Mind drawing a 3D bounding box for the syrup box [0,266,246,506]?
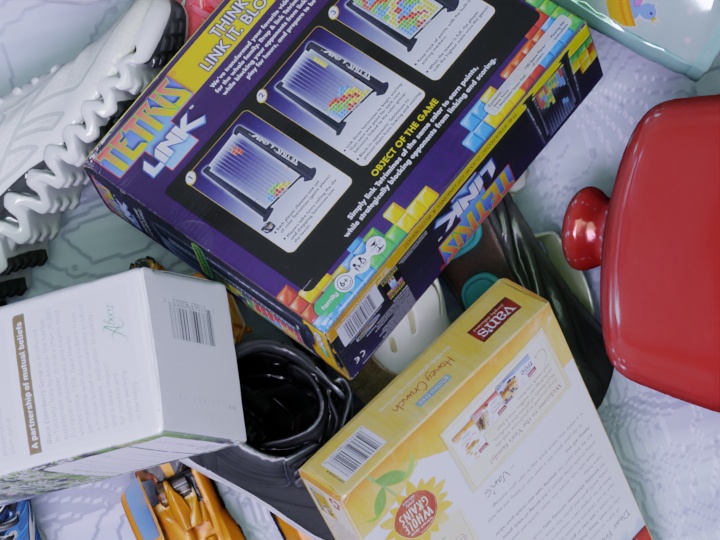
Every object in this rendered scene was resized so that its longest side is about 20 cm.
[{"bbox_3d":[-0.160,0.063,1.413,0.199,0.079,0.082,-15,77,26],"label":"syrup box"}]

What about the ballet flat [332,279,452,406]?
[{"bbox_3d":[0.000,0.000,1.524,0.068,0.072,0.200,-35,91,-34],"label":"ballet flat"}]

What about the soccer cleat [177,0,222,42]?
[{"bbox_3d":[-0.061,-0.173,1.520,0.068,0.073,0.201,12,93,-3],"label":"soccer cleat"}]

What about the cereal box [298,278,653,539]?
[{"bbox_3d":[0.063,0.121,1.477,0.144,0.039,0.200,-42,133,-19],"label":"cereal box"}]

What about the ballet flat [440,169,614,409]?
[{"bbox_3d":[0.066,-0.014,1.535,0.068,0.068,0.201,-39,101,-41],"label":"ballet flat"}]

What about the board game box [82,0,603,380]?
[{"bbox_3d":[-0.008,-0.073,1.458,0.165,0.057,0.200,35,77,28],"label":"board game box"}]

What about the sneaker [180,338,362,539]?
[{"bbox_3d":[-0.009,0.092,1.466,0.199,0.099,0.071,25,76,-16],"label":"sneaker"}]

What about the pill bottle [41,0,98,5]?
[{"bbox_3d":[-0.165,-0.238,1.497,0.111,0.112,0.201,9,91,-2],"label":"pill bottle"}]

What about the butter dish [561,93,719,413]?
[{"bbox_3d":[0.172,-0.011,1.498,0.147,0.199,0.201,9,92,22],"label":"butter dish"}]

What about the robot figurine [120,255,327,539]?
[{"bbox_3d":[-0.070,0.085,1.536,0.144,0.058,0.201,-25,93,-5],"label":"robot figurine"}]

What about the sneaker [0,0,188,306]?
[{"bbox_3d":[-0.165,-0.067,1.518,0.081,0.075,0.200,42,101,12],"label":"sneaker"}]

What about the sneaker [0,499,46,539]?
[{"bbox_3d":[-0.199,0.129,1.520,0.078,0.089,0.201,-15,92,0],"label":"sneaker"}]

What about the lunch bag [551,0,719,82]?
[{"bbox_3d":[0.144,-0.213,1.503,0.170,0.122,0.201,29,85,-3],"label":"lunch bag"}]
